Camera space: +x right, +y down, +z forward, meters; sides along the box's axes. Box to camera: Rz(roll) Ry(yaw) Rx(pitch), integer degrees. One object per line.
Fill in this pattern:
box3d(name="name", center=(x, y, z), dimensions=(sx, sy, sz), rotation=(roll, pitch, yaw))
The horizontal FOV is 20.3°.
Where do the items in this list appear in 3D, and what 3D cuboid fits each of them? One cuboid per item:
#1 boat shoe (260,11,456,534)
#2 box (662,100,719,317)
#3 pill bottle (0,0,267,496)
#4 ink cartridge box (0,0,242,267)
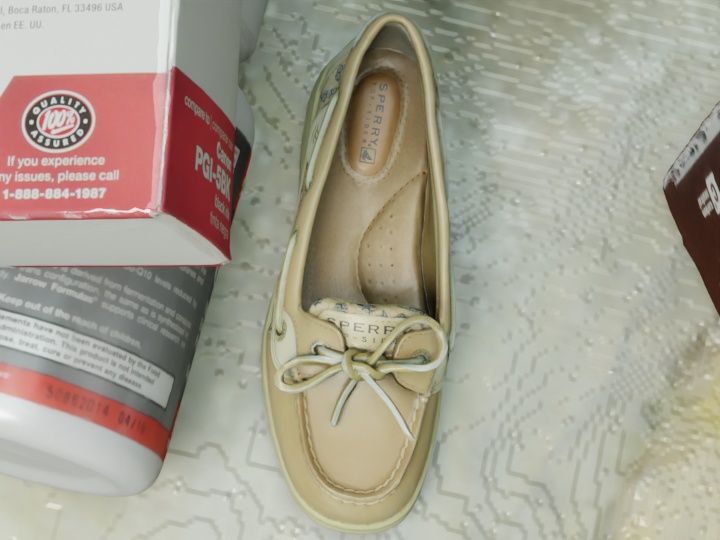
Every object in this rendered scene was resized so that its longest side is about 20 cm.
box3d(name="boat shoe", center=(0.000, 0.000, 0.777), dimensions=(0.073, 0.063, 0.200), rotation=(2, 76, -6))
box3d(name="box", center=(0.248, -0.017, 0.751), dimensions=(0.200, 0.166, 0.164), rotation=(-21, 78, -10))
box3d(name="pill bottle", center=(-0.105, -0.026, 0.747), dimensions=(0.116, 0.116, 0.200), rotation=(16, 75, -1))
box3d(name="ink cartridge box", center=(-0.115, -0.105, 0.658), dimensions=(0.147, 0.083, 0.200), rotation=(0, 79, 13))
